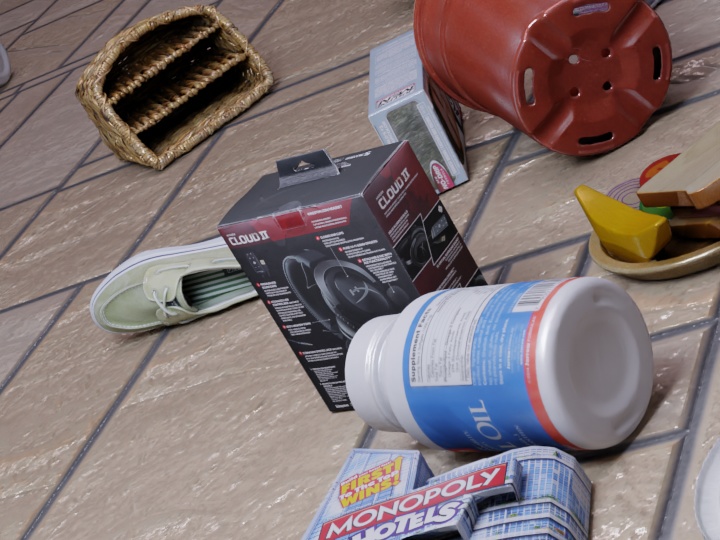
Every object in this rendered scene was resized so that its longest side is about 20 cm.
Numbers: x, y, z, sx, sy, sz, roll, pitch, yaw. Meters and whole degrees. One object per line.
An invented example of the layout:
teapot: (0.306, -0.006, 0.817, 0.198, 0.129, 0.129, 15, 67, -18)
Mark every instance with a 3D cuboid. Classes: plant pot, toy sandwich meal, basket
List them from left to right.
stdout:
basket: (-0.231, -0.235, 2.356, 0.200, 0.143, 0.149, -36, 21, -17)
plant pot: (0.170, -0.203, 1.714, 0.200, 0.201, 0.195, -30, 28, -2)
toy sandwich meal: (0.250, -0.066, 1.440, 0.205, 0.070, 0.205, -26, 21, 11)

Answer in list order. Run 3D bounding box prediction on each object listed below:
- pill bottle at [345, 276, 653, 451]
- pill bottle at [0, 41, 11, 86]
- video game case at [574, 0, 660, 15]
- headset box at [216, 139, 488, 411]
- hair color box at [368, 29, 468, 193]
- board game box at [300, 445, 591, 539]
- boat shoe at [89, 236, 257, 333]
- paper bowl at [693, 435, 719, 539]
pill bottle: (0.087, 0.066, 1.297, 0.200, 0.112, 0.112, -7, 30, 47)
pill bottle: (-0.685, -0.319, 3.194, 0.199, 0.109, 0.109, -23, 22, 19)
video game case: (0.236, -0.277, 2.012, 0.200, 0.023, 0.182, -3, 33, 48)
headset box: (0.000, 0.000, 1.435, 0.148, 0.200, 0.077, -12, 27, 40)
hair color box: (0.054, -0.151, 1.851, 0.060, 0.099, 0.200, -24, 22, 12)
board game box: (0.039, 0.168, 1.195, 0.199, 0.062, 0.200, -22, 23, 19)
boat shoe: (-0.166, 0.013, 1.805, 0.199, 0.072, 0.062, -21, 20, 15)
paper bowl: (0.267, 0.097, 1.002, 0.200, 0.105, 0.201, -27, 21, 11)
